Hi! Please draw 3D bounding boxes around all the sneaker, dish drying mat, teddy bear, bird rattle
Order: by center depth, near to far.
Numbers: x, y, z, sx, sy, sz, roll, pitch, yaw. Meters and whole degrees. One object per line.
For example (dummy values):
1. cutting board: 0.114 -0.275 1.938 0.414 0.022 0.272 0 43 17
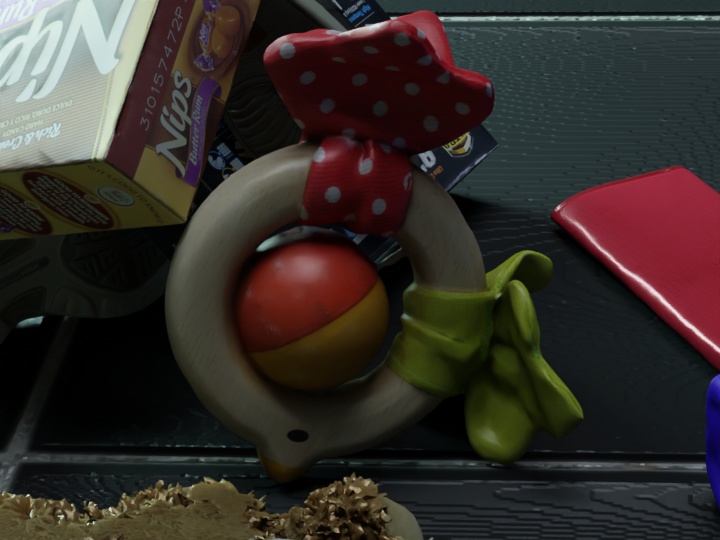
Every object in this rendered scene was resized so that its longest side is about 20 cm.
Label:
1. teddy bear: -0.059 0.122 1.050 0.200 0.067 0.145 -9 35 -27
2. bird rattle: 0.000 0.000 1.151 0.163 0.200 0.113 -32 30 -4
3. sneaker: -0.037 -0.123 1.275 0.075 0.200 0.106 -31 21 28
4. dish drying mat: 0.161 0.004 1.304 0.077 0.018 0.200 -13 29 -18
5. sneaker: -0.165 -0.013 1.309 0.200 0.078 0.099 -21 28 -35

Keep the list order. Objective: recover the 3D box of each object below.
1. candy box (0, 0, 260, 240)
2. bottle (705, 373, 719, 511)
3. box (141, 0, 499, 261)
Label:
1. candy box: -0.142 -0.074 1.203 0.200 0.056 0.117 -4 59 42
2. bottle: 0.237 0.065 1.117 0.200 0.065 0.084 -6 27 -6
3. box: -0.039 -0.070 1.332 0.046 0.159 0.200 -40 2 37
